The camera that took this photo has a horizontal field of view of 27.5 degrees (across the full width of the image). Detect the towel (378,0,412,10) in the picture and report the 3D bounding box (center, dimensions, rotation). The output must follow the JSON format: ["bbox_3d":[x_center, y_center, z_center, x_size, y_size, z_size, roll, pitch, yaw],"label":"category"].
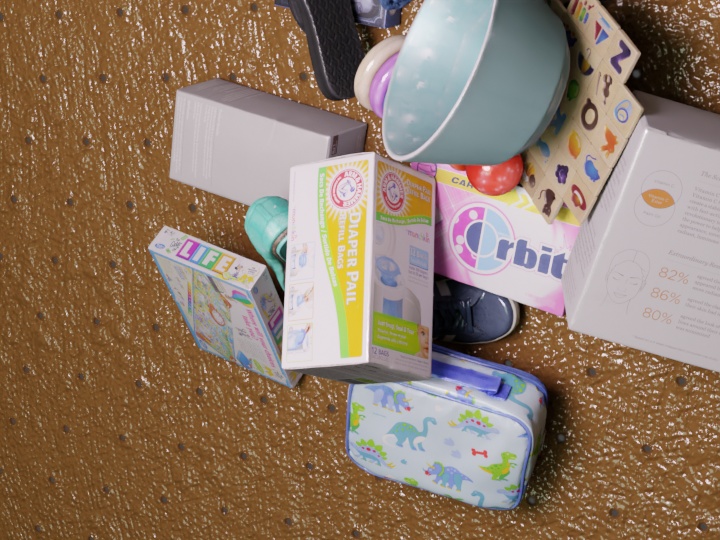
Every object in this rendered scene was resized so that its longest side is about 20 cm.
[{"bbox_3d":[0.008,-0.350,1.375,0.112,0.048,0.200,-49,62,44],"label":"towel"}]

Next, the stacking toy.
[{"bbox_3d":[0.084,-0.144,1.413,0.200,0.085,0.086,44,124,33],"label":"stacking toy"}]

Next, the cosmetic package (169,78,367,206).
[{"bbox_3d":[-0.100,-0.127,1.563,0.199,0.090,0.107,20,115,22],"label":"cosmetic package"}]

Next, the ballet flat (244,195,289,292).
[{"bbox_3d":[-0.074,-0.028,1.508,0.067,0.200,0.070,-41,70,-6],"label":"ballet flat"}]

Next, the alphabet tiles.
[{"bbox_3d":[0.185,-0.147,1.322,0.167,0.006,0.200,60,143,35],"label":"alphabet tiles"}]

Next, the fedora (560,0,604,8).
[{"bbox_3d":[0.137,-0.304,1.356,0.200,0.092,0.202,10,110,29],"label":"fedora"}]

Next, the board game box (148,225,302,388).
[{"bbox_3d":[-0.141,0.042,1.599,0.134,0.034,0.200,22,153,25],"label":"board game box"}]

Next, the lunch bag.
[{"bbox_3d":[0.087,0.151,1.490,0.199,0.083,0.161,15,135,13],"label":"lunch bag"}]

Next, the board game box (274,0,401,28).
[{"bbox_3d":[-0.014,-0.355,1.471,0.135,0.035,0.201,16,112,27],"label":"board game box"}]

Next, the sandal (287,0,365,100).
[{"bbox_3d":[-0.045,-0.266,1.455,0.048,0.075,0.201,3,107,49],"label":"sandal"}]

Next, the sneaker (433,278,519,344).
[{"bbox_3d":[0.063,0.047,1.513,0.199,0.084,0.075,0,104,31],"label":"sneaker"}]

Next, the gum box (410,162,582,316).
[{"bbox_3d":[0.142,-0.041,1.447,0.199,0.066,0.114,20,115,26],"label":"gum box"}]

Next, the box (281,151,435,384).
[{"bbox_3d":[0.000,0.000,1.399,0.101,0.112,0.201,-7,75,35],"label":"box"}]

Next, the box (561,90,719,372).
[{"bbox_3d":[0.283,-0.035,1.307,0.152,0.106,0.201,16,115,-4],"label":"box"}]

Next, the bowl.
[{"bbox_3d":[0.111,-0.172,1.296,0.105,0.201,0.201,22,123,-20],"label":"bowl"}]
